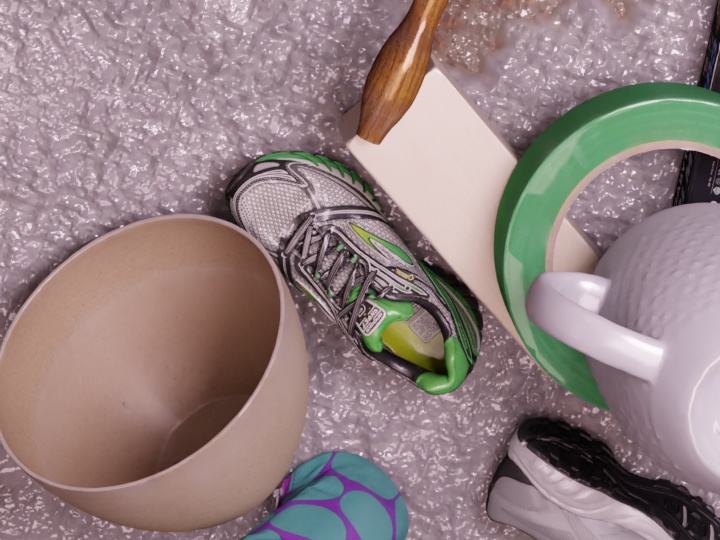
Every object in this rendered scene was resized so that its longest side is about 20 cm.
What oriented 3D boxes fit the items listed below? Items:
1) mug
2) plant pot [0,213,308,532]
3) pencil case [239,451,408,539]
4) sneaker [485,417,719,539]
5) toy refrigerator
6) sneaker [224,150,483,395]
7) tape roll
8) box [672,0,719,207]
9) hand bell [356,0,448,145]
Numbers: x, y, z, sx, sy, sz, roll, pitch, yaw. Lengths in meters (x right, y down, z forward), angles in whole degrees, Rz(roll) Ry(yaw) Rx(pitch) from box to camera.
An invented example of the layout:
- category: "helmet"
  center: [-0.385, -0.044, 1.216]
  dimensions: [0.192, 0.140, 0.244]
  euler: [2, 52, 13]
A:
- category: "mug"
  center: [0.189, 0.046, 1.596]
  dimensions: [0.199, 0.175, 0.148]
  euler: [18, 104, -11]
- category: "plant pot"
  center: [-0.111, 0.085, 1.737]
  dimensions: [0.199, 0.201, 0.135]
  euler: [-25, 137, 10]
- category: "pencil case"
  center: [-0.042, 0.185, 1.752]
  dimensions: [0.092, 0.200, 0.086]
  euler: [21, 111, 14]
- category: "sneaker"
  center: [0.173, 0.174, 1.822]
  dimensions: [0.199, 0.074, 0.080]
  euler: [32, 117, -4]
- category: "toy refrigerator"
  center: [0.078, -0.038, 1.739]
  dimensions: [0.076, 0.070, 0.200]
  euler: [-40, 106, 7]
- category: "sneaker"
  center: [0.000, 0.000, 1.744]
  dimensions: [0.200, 0.085, 0.078]
  euler: [37, 107, -12]
- category: "tape roll"
  center: [0.182, -0.012, 1.696]
  dimensions: [0.199, 0.048, 0.202]
  euler: [-2, 106, -6]
- category: "box"
  center: [0.306, -0.087, 1.728]
  dimensions: [0.197, 0.050, 0.201]
  euler: [8, 110, -4]
- category: "hand bell"
  center: [0.044, -0.169, 1.653]
  dimensions: [0.104, 0.104, 0.201]
  euler: [24, 100, -9]
